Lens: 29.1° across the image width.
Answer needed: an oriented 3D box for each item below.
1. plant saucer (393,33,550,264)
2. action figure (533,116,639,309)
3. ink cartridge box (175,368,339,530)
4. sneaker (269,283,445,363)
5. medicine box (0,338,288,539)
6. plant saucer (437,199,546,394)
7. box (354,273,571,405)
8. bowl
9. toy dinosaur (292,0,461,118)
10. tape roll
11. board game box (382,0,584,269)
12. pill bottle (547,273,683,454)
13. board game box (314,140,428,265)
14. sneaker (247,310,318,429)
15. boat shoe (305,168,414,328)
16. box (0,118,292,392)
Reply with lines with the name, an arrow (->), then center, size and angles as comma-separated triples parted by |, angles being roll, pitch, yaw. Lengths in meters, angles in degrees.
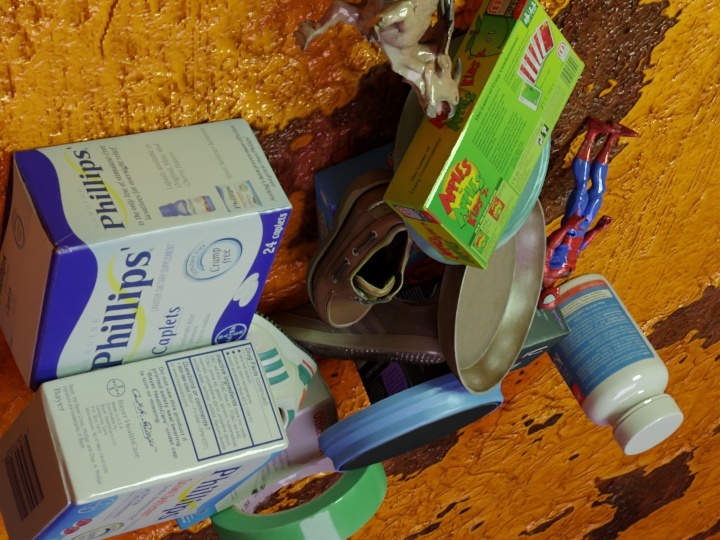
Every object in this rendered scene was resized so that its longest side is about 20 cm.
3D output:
plant saucer -> 0.106, -0.102, 1.192 | 0.199, 0.027, 0.202 | -16, 113, -43
action figure -> 0.221, -0.052, 1.405 | 0.065, 0.052, 0.202 | -1, 118, -49
ink cartridge box -> -0.128, 0.175, 1.472 | 0.198, 0.086, 0.147 | -26, 152, -11
sneaker -> 0.001, 0.046, 1.366 | 0.198, 0.076, 0.070 | 4, 163, 22
medicine box -> -0.193, 0.154, 1.182 | 0.198, 0.104, 0.182 | -10, 161, -33
plant saucer -> 0.123, 0.017, 1.322 | 0.200, 0.034, 0.202 | -38, 135, -50
box -> 0.100, 0.065, 1.465 | 0.198, 0.107, 0.122 | -16, 165, -25
bowl -> 0.054, 0.154, 1.419 | 0.199, 0.040, 0.201 | -21, 166, -5
toy dinosaur -> 0.037, -0.215, 1.025 | 0.135, 0.086, 0.202 | -18, 134, -42
tape roll -> -0.070, 0.246, 1.536 | 0.199, 0.200, 0.049 | -25, 112, -10
board game box -> 0.103, -0.115, 1.131 | 0.101, 0.047, 0.201 | 40, 71, -44
pill bottle -> 0.296, 0.113, 1.650 | 0.111, 0.201, 0.113 | -22, 150, -13
board game box -> 0.056, -0.068, 1.303 | 0.198, 0.045, 0.153 | -22, 150, -13
sneaker -> -0.111, 0.098, 1.325 | 0.070, 0.094, 0.200 | 7, 159, 31
boat shoe -> 0.000, 0.000, 1.242 | 0.071, 0.068, 0.201 | -15, 148, -21
box -> -0.179, -0.012, 1.111 | 0.198, 0.105, 0.185 | -12, 146, -29
